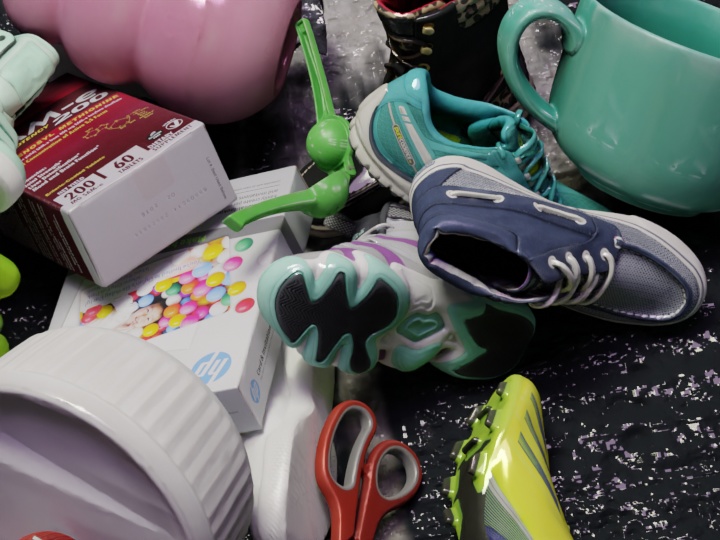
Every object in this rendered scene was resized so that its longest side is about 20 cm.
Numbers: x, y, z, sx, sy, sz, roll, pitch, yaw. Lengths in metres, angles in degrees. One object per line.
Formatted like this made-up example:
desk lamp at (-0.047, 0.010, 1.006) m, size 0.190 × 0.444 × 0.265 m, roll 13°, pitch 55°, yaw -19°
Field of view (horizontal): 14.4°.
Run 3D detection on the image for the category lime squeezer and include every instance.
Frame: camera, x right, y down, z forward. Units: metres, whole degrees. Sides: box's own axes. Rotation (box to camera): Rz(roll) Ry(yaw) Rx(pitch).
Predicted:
lime squeezer at (-0.035, -0.074, 1.783) m, size 0.070 × 0.038 × 0.200 m, roll 25°, pitch 44°, yaw -8°

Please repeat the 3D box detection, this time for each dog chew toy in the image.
dog chew toy at (-0.142, -0.170, 1.862) m, size 0.199 × 0.125 × 0.125 m, roll 15°, pitch 52°, yaw 5°

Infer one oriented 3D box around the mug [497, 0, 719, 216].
mug at (0.183, -0.110, 1.822) m, size 0.185 × 0.115 × 0.152 m, roll 24°, pitch 20°, yaw 16°

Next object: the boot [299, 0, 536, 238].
boot at (0.027, -0.121, 1.847) m, size 0.200 × 0.151 × 0.073 m, roll -31°, pitch 52°, yaw -18°

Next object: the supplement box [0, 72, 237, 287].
supplement box at (-0.176, -0.062, 1.828) m, size 0.109 × 0.061 × 0.200 m, roll -35°, pitch 27°, yaw -20°

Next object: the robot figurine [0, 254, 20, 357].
robot figurine at (-0.288, 0.022, 1.760) m, size 0.175 × 0.116 × 0.201 m, roll -31°, pitch 74°, yaw 27°

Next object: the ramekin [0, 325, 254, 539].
ramekin at (-0.152, 0.122, 1.632) m, size 0.202 × 0.203 × 0.094 m, roll 18°, pitch 41°, yaw 21°

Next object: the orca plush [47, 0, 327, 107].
orca plush at (-0.122, -0.164, 1.956) m, size 0.199 × 0.106 × 0.071 m, roll -22°, pitch 12°, yaw 6°

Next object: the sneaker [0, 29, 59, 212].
sneaker at (-0.234, -0.106, 1.797) m, size 0.118 × 0.074 × 0.200 m, roll -44°, pitch 28°, yaw -12°

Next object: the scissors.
scissors at (-0.013, 0.167, 1.668) m, size 0.073 × 0.014 × 0.200 m, roll 36°, pitch 51°, yaw -22°

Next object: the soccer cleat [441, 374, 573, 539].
soccer cleat at (0.095, 0.149, 1.677) m, size 0.083 × 0.065 × 0.201 m, roll 21°, pitch 43°, yaw -14°

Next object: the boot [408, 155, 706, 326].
boot at (0.121, 0.001, 1.737) m, size 0.199 × 0.073 × 0.090 m, roll 19°, pitch 27°, yaw -10°

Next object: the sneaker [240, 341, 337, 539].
sneaker at (-0.064, 0.101, 1.728) m, size 0.088 × 0.075 × 0.200 m, roll -11°, pitch 41°, yaw 12°

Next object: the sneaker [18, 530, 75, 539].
sneaker at (-0.162, 0.253, 1.606) m, size 0.078 × 0.115 × 0.201 m, roll -13°, pitch 76°, yaw -33°

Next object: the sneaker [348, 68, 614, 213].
sneaker at (0.088, -0.059, 1.787) m, size 0.200 × 0.080 × 0.078 m, roll 28°, pitch 39°, yaw -22°

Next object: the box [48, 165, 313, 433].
box at (-0.118, 0.028, 1.764) m, size 0.155 × 0.041 × 0.200 m, roll -12°, pitch 40°, yaw 23°

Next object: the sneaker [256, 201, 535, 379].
sneaker at (0.000, 0.000, 1.762) m, size 0.200 × 0.078 × 0.140 m, roll 15°, pitch 26°, yaw -38°
